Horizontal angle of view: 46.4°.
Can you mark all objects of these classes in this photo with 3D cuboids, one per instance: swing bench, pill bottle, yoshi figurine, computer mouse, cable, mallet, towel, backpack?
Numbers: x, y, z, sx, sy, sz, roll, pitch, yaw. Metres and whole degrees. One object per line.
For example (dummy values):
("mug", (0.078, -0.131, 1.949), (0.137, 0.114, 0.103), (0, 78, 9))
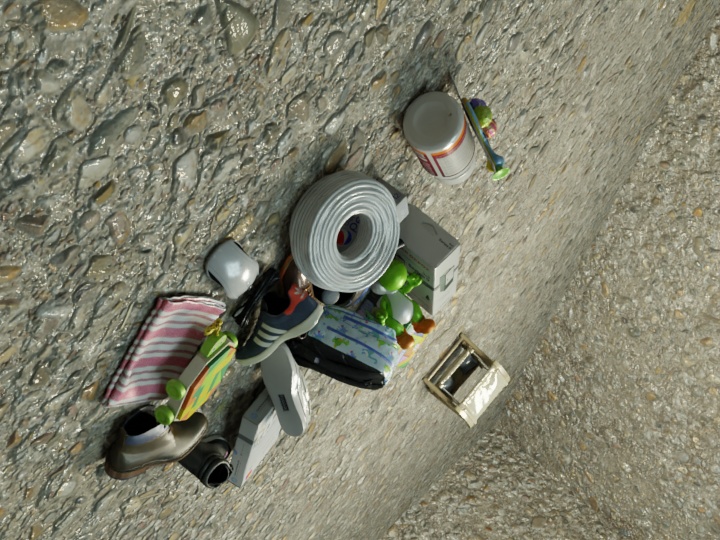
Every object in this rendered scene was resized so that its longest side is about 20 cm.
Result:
("swing bench", (0.334, 0.347, 2.632), (0.199, 0.199, 0.130), (-48, 158, -10))
("pill bottle", (0.149, -0.232, 1.516), (0.110, 0.109, 0.200), (-52, 159, -1))
("yoshi figurine", (0.076, 0.054, 1.687), (0.110, 0.202, 0.113), (-21, -162, 26))
("computer mouse", (-0.185, 0.018, 1.314), (0.110, 0.044, 0.200), (-49, 158, -8))
("cable", (-0.024, -0.061, 1.393), (0.197, 0.069, 0.204), (-16, 119, -35))
("mallet", (0.000, 0.000, 1.550), (0.197, 0.066, 0.042), (-28, 119, -7))
("towel", (-0.296, 0.125, 1.272), (0.202, 0.030, 0.146), (-58, 157, 13))
("backpack", (-0.025, 0.150, 1.616), (0.154, 0.198, 0.164), (-51, 167, -31))

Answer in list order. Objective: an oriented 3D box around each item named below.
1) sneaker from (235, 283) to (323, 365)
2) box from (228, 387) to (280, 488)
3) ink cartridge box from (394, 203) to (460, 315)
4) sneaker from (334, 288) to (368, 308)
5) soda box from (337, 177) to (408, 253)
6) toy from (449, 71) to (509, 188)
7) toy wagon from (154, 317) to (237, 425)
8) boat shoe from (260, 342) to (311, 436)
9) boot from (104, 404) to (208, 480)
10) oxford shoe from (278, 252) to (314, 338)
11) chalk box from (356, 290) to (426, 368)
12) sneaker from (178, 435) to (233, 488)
("sneaker", (-0.157, 0.088, 1.440), (0.199, 0.085, 0.075), (-34, -165, 26))
("box", (-0.200, 0.317, 1.691), (0.156, 0.041, 0.202), (-50, 163, -49))
("ink cartridge box", (0.125, -0.021, 1.739), (0.084, 0.145, 0.201), (-42, 155, -19))
("sneaker", (0.002, -0.008, 1.613), (0.202, 0.070, 0.078), (-61, 161, 21))
("soda box", (-0.002, -0.068, 1.515), (0.200, 0.068, 0.064), (-47, 156, -15))
("toy", (0.222, -0.258, 1.508), (0.046, 0.203, 0.115), (-21, 161, 9))
("toy wagon", (-0.251, 0.158, 1.333), (0.155, 0.039, 0.201), (-46, 170, -50))
("boat shoe", (-0.134, 0.216, 1.607), (0.066, 0.071, 0.204), (-48, 126, -58))
("boot", (-0.320, 0.263, 1.372), (0.199, 0.075, 0.098), (-25, 149, -46))
("oxford shoe", (-0.101, 0.035, 1.467), (0.071, 0.073, 0.202), (-33, 151, -38))
("chalk box", (0.056, 0.126, 1.852), (0.125, 0.124, 0.200), (-54, 157, 5))
("sneaker", (-0.275, 0.365, 1.583), (0.071, 0.099, 0.200), (-53, 160, -1))
